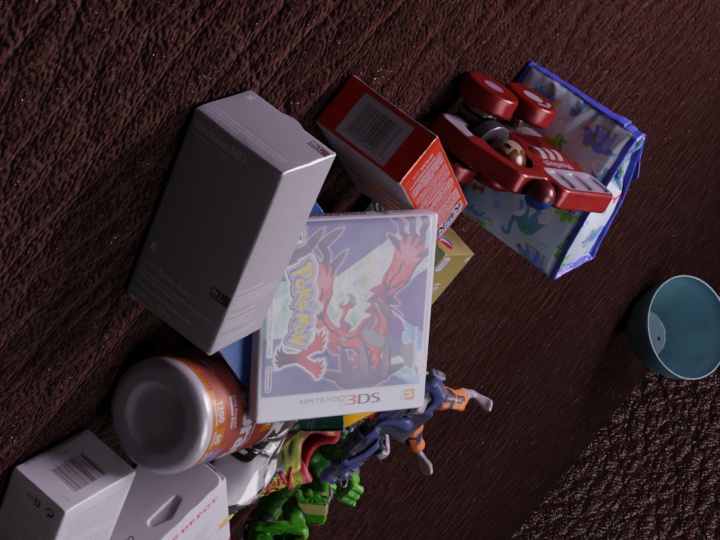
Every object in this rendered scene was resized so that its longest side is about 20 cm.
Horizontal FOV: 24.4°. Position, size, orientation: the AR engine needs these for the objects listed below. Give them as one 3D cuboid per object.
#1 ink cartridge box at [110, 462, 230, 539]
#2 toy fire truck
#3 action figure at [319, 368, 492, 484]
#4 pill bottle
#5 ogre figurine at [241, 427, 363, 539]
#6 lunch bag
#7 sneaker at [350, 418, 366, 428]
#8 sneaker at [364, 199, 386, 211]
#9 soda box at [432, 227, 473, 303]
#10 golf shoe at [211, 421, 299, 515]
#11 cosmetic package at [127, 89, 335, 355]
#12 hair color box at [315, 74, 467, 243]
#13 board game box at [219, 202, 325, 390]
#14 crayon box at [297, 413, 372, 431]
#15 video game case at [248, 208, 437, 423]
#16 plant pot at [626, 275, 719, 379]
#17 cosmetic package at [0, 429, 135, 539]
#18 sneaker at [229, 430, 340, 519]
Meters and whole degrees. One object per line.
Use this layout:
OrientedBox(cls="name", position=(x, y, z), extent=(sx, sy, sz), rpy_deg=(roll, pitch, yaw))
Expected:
OrientedBox(cls="ink cartridge box", position=(-0.217, 0.288, 1.787), extent=(0.148, 0.086, 0.200), rpy_deg=(-43, 157, -26))
OrientedBox(cls="toy fire truck", position=(0.174, -0.124, 1.829), extent=(0.200, 0.168, 0.112), rpy_deg=(3, 122, -53))
OrientedBox(cls="action figure", position=(0.034, 0.167, 1.925), extent=(0.200, 0.105, 0.193), rpy_deg=(-38, 136, 17))
OrientedBox(cls="pill bottle", position=(-0.145, 0.127, 1.636), extent=(0.112, 0.112, 0.200), rpy_deg=(-60, 159, 20))
OrientedBox(cls="ogre figurine", position=(-0.065, 0.262, 2.032), extent=(0.200, 0.098, 0.120), rpy_deg=(122, -14, -45))
OrientedBox(cls="lunch bag", position=(0.230, -0.123, 1.976), extent=(0.127, 0.170, 0.201), rpy_deg=(-28, 147, -49))
OrientedBox(cls="sneaker", position=(0.036, 0.102, 2.001), extent=(0.200, 0.080, 0.076), rpy_deg=(-53, 158, -12))
OrientedBox(cls="sneaker", position=(0.000, 0.000, 1.813), extent=(0.200, 0.074, 0.082), rpy_deg=(-48, 167, 2))
OrientedBox(cls="soda box", position=(0.035, 0.030, 1.894), extent=(0.200, 0.068, 0.064), rpy_deg=(-51, 155, 24))
OrientedBox(cls="golf shoe", position=(-0.118, 0.179, 1.866), extent=(0.200, 0.078, 0.095), rpy_deg=(-54, 151, -17))
OrientedBox(cls="cosmetic package", position=(-0.113, -0.042, 1.434), extent=(0.090, 0.107, 0.201), rpy_deg=(-29, 148, -50))
OrientedBox(cls="hair color box", position=(0.034, -0.106, 1.651), extent=(0.064, 0.111, 0.200), rpy_deg=(-50, 161, -6))
OrientedBox(cls="board game box", position=(-0.084, 0.017, 1.592), extent=(0.158, 0.039, 0.200), rpy_deg=(-39, 117, -9))
OrientedBox(cls="crayon box", position=(-0.024, 0.053, 1.705), extent=(0.119, 0.058, 0.201), rpy_deg=(-20, 104, -57))
OrientedBox(cls="video game case", position=(-0.016, 0.043, 1.594), extent=(0.181, 0.023, 0.201), rpy_deg=(-4, 107, -24))
OrientedBox(cls="plant pot", position=(0.597, 0.118, 3.243), extent=(0.200, 0.200, 0.135), rpy_deg=(-42, -168, -28))
OrientedBox(cls="cosmetic package", position=(-0.295, 0.258, 1.579), extent=(0.101, 0.071, 0.201), rpy_deg=(-27, 148, -52))
OrientedBox(cls="sneaker", position=(-0.103, 0.229, 1.939), extent=(0.200, 0.090, 0.078), rpy_deg=(-48, 160, -13))
